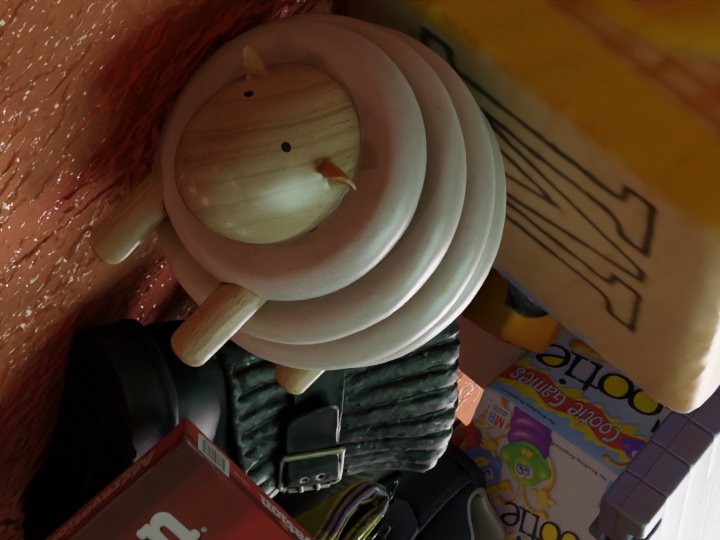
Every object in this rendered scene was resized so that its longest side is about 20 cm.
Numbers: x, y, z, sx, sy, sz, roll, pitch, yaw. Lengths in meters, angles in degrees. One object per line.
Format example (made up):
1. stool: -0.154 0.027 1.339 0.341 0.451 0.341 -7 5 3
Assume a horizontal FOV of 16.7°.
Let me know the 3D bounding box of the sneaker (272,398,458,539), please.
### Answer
1. sneaker: -0.016 0.123 1.188 0.200 0.091 0.066 -37 175 26

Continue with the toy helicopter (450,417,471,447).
1. toy helicopter: 0.001 0.137 1.415 0.132 0.079 0.200 -46 170 -20

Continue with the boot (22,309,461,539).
1. boot: -0.048 0.083 1.024 0.157 0.080 0.212 -15 147 -29

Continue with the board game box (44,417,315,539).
1. board game box: -0.104 0.155 0.951 0.200 0.103 0.019 -41 -162 14

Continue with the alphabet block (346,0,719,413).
1. alphabet block: 0.122 -0.096 0.974 0.196 0.196 0.200 -49 165 -14

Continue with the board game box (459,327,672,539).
1. board game box: 0.143 0.088 1.345 0.200 0.105 0.103 -34 151 -49

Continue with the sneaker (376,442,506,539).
1. sneaker: -0.014 0.160 1.286 0.203 0.146 0.077 -55 167 20

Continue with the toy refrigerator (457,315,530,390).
1. toy refrigerator: 0.116 -0.024 1.364 0.200 0.076 0.070 -43 164 -30

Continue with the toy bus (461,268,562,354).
1. toy bus: 0.122 -0.054 1.230 0.078 0.065 0.201 21 96 -29

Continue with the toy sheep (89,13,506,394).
1. toy sheep: -0.011 -0.025 0.883 0.138 0.138 0.200 -52 162 7

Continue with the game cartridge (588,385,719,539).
1. game cartridge: 0.156 0.127 1.235 0.130 0.038 0.200 -51 159 -30

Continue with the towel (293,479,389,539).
1. towel: -0.084 0.158 1.106 0.199 0.023 0.144 -25 -165 40
